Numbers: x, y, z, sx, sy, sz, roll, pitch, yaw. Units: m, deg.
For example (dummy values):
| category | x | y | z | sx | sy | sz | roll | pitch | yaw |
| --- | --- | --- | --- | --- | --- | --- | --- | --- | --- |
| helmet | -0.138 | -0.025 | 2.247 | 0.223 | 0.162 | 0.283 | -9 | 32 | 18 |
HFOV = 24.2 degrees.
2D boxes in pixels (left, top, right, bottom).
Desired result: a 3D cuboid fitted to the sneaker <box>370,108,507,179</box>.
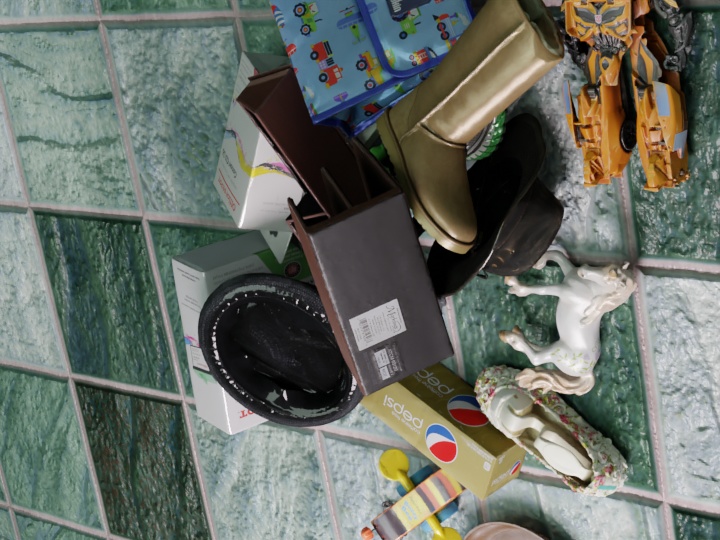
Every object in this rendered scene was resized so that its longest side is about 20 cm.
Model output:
| category | x | y | z | sx | sy | sz | roll | pitch | yaw |
| --- | --- | --- | --- | --- | --- | --- | --- | --- | --- |
| sneaker | 0.078 | -0.136 | 1.653 | 0.200 | 0.084 | 0.079 | -47 | 44 | 45 |

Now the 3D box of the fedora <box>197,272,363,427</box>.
| category | x | y | z | sx | sy | sz | roll | pitch | yaw |
| --- | --- | --- | --- | --- | --- | --- | --- | --- | --- |
| fedora | -0.075 | 0.071 | 1.825 | 0.198 | 0.092 | 0.203 | 7 | 121 | 12 |

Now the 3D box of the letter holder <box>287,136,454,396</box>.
| category | x | y | z | sx | sy | sz | roll | pitch | yaw |
| --- | --- | --- | --- | --- | --- | --- | --- | --- | --- |
| letter holder | -0.001 | -0.009 | 1.633 | 0.142 | 0.100 | 0.201 | -124 | 12 | -54 |

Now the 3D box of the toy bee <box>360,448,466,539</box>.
| category | x | y | z | sx | sy | sz | roll | pitch | yaw |
| --- | --- | --- | --- | --- | --- | --- | --- | --- | --- |
| toy bee | 0.059 | 0.277 | 1.877 | 0.131 | 0.108 | 0.201 | 38 | 132 | 23 |

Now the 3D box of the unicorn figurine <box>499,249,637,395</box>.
| category | x | y | z | sx | sy | sz | roll | pitch | yaw |
| --- | --- | --- | --- | --- | --- | --- | --- | --- | --- |
| unicorn figurine | 0.206 | 0.038 | 1.647 | 0.136 | 0.074 | 0.201 | 18 | 136 | 29 |

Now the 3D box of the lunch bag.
| category | x | y | z | sx | sy | sz | roll | pitch | yaw |
| --- | --- | --- | --- | --- | --- | --- | --- | --- | --- |
| lunch bag | 0.029 | -0.247 | 1.647 | 0.199 | 0.094 | 0.152 | -27 | 75 | 22 |

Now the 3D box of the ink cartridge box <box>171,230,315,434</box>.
| category | x | y | z | sx | sy | sz | roll | pitch | yaw |
| --- | --- | --- | --- | --- | --- | --- | --- | --- | --- |
| ink cartridge box | -0.122 | 0.066 | 1.917 | 0.084 | 0.144 | 0.202 | 22 | 125 | 54 |

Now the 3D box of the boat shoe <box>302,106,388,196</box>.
| category | x | y | z | sx | sy | sz | roll | pitch | yaw |
| --- | --- | --- | --- | --- | --- | --- | --- | --- | --- |
| boat shoe | -0.009 | -0.151 | 1.772 | 0.201 | 0.070 | 0.072 | -45 | 66 | 43 |

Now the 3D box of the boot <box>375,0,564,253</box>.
| category | x | y | z | sx | sy | sz | roll | pitch | yaw |
| --- | --- | --- | --- | --- | --- | --- | --- | --- | --- |
| boot | 0.112 | -0.141 | 1.541 | 0.200 | 0.066 | 0.176 | -42 | 64 | 31 |

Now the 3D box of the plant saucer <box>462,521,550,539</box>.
| category | x | y | z | sx | sy | sz | roll | pitch | yaw |
| --- | --- | --- | --- | --- | --- | --- | --- | --- | --- |
| plant saucer | 0.188 | 0.363 | 1.846 | 0.199 | 0.032 | 0.202 | 21 | 123 | 36 |

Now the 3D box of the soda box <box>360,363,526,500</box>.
| category | x | y | z | sx | sy | sz | roll | pitch | yaw |
| --- | --- | --- | --- | --- | --- | --- | --- | --- | --- |
| soda box | 0.086 | 0.156 | 1.818 | 0.199 | 0.067 | 0.065 | 36 | 131 | 28 |

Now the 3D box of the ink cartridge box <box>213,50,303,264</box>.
| category | x | y | z | sx | sy | sz | roll | pitch | yaw |
| --- | --- | --- | --- | --- | --- | --- | --- | --- | --- |
| ink cartridge box | -0.105 | -0.121 | 1.819 | 0.117 | 0.067 | 0.202 | -124 | 43 | -57 |

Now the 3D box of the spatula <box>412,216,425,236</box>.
| category | x | y | z | sx | sy | sz | roll | pitch | yaw |
| --- | --- | --- | --- | --- | --- | --- | --- | --- | --- |
| spatula | 0.039 | -0.018 | 1.739 | 0.057 | 0.020 | 0.200 | 54 | 132 | 20 |

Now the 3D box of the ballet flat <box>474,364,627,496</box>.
| category | x | y | z | sx | sy | sz | roll | pitch | yaw |
| --- | --- | --- | --- | --- | --- | --- | --- | --- | --- |
| ballet flat | 0.187 | 0.161 | 1.721 | 0.199 | 0.064 | 0.076 | 34 | 114 | 29 |

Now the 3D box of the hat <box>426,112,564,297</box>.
| category | x | y | z | sx | sy | sz | roll | pitch | yaw |
| --- | --- | --- | --- | --- | --- | --- | --- | --- | --- |
| hat | 0.144 | -0.047 | 1.628 | 0.080 | 0.202 | 0.201 | 28 | 139 | -15 |

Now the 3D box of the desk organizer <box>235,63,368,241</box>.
| category | x | y | z | sx | sy | sz | roll | pitch | yaw |
| --- | --- | --- | --- | --- | --- | --- | --- | --- | --- |
| desk organizer | -0.054 | -0.102 | 1.704 | 0.071 | 0.077 | 0.201 | -10 | 125 | 45 |

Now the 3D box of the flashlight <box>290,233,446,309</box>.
| category | x | y | z | sx | sy | sz | roll | pitch | yaw |
| --- | --- | --- | --- | --- | --- | --- | --- | --- | --- |
| flashlight | 0.000 | 0.000 | 1.823 | 0.199 | 0.068 | 0.068 | 37 | 172 | 21 |

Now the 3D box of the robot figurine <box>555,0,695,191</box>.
| category | x | y | z | sx | sy | sz | roll | pitch | yaw |
| --- | --- | --- | --- | --- | --- | --- | --- | --- | --- |
| robot figurine | 0.236 | -0.175 | 1.509 | 0.144 | 0.058 | 0.202 | 6 | 114 | 43 |
